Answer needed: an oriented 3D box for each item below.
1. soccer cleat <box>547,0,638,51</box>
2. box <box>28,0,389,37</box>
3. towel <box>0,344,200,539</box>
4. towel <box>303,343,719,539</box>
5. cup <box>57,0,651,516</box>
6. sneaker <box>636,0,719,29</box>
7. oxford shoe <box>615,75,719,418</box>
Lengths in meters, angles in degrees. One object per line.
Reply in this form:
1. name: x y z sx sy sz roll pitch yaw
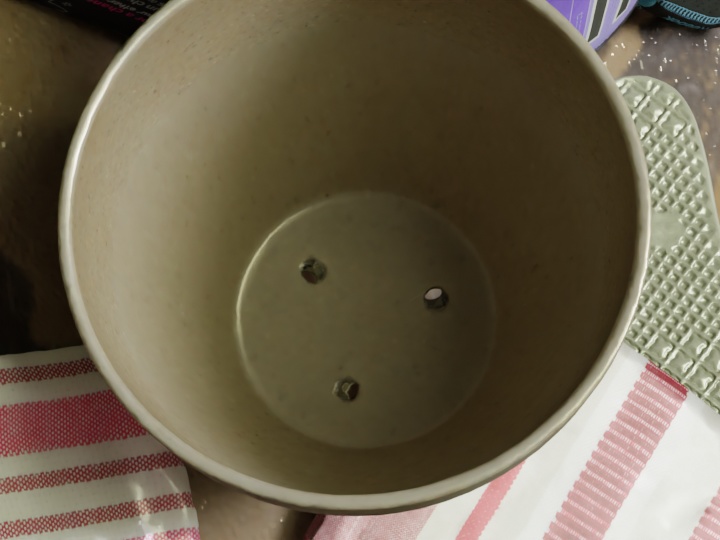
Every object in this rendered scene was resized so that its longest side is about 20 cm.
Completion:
1. soccer cleat: 0.114 -0.166 1.233 0.068 0.073 0.200 38 79 3
2. box: -0.048 -0.190 1.108 0.132 0.115 0.201 18 66 -36
3. towel: -0.104 0.125 1.028 0.146 0.030 0.201 -8 84 -43
4. towel: 0.092 0.104 1.151 0.200 0.023 0.144 36 69 -6
5. cup: 0.000 0.000 1.058 0.199 0.143 0.201 -1 74 2
6. sneaker: 0.142 -0.205 1.307 0.082 0.073 0.201 -3 78 -37
7. oxford shoe: 0.121 0.019 1.224 0.075 0.058 0.201 -2 70 -10
